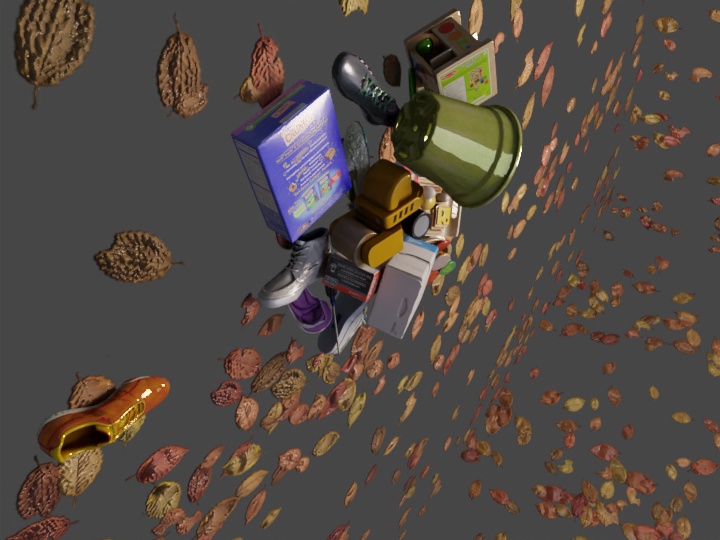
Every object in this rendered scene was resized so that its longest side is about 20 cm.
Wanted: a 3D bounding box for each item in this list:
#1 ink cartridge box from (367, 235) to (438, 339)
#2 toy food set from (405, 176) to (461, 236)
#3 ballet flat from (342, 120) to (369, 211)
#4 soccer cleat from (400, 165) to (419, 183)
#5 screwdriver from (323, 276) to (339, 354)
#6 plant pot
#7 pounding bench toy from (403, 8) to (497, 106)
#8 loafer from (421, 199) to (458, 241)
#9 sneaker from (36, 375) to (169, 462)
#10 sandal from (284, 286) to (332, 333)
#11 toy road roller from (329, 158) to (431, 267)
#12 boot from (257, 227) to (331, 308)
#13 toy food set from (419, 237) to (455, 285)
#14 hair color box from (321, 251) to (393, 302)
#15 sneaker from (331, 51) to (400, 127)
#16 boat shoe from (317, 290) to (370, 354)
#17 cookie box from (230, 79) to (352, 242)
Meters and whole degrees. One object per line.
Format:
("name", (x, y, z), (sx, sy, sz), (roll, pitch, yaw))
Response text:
("ink cartridge box", (0.094, 0.031, 1.134), (0.200, 0.083, 0.147), (-50, 159, -64))
("toy food set", (0.191, -0.156, 1.323), (0.197, 0.060, 0.147), (-4, 102, -45))
("ballet flat", (-0.012, -0.191, 1.041), (0.072, 0.071, 0.202), (-43, 143, -29))
("soccer cleat", (0.060, -0.146, 1.195), (0.200, 0.066, 0.077), (-48, 115, -15))
("screwdriver", (-0.054, 0.092, 1.163), (0.028, 0.028, 0.204), (-13, 108, -6))
("plant pot", (0.163, -0.237, 0.981), (0.181, 0.200, 0.204), (12, 104, -34))
("pounding bench toy", (0.146, -0.395, 1.061), (0.198, 0.157, 0.125), (-31, 145, 0))
("loafer", (0.209, -0.130, 1.432), (0.071, 0.063, 0.204), (22, 91, -25))
("sneaker", (-0.370, 0.225, 0.793), (0.199, 0.076, 0.074), (-28, 132, -47))
("sandal", (-0.104, 0.089, 1.115), (0.083, 0.049, 0.203), (-58, 149, -9))
("toy road roller", (0.034, -0.117, 1.008), (0.198, 0.122, 0.148), (-34, 136, -24))
("boot", (-0.125, -0.014, 1.004), (0.200, 0.072, 0.097), (-40, 136, -48))
("toy food set", (0.154, -0.012, 1.356), (0.196, 0.049, 0.200), (-36, 149, 11))
("hair color box", (0.000, 0.000, 1.100), (0.200, 0.100, 0.062), (-29, 140, -73))
("sneaker", (0.026, -0.328, 0.972), (0.199, 0.087, 0.076), (26, 91, -59))
("boat shoe", (-0.020, 0.108, 1.234), (0.086, 0.074, 0.205), (23, 95, -58))
("cookie box", (-0.107, -0.183, 0.891), (0.171, 0.074, 0.202), (-46, 145, -26))
